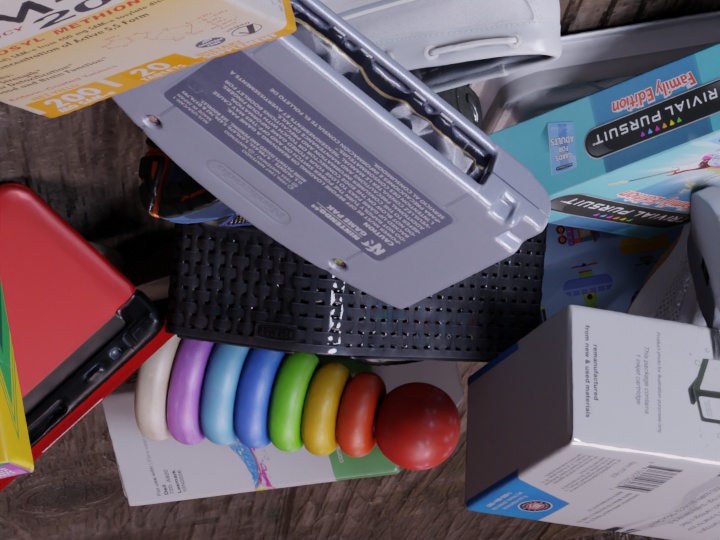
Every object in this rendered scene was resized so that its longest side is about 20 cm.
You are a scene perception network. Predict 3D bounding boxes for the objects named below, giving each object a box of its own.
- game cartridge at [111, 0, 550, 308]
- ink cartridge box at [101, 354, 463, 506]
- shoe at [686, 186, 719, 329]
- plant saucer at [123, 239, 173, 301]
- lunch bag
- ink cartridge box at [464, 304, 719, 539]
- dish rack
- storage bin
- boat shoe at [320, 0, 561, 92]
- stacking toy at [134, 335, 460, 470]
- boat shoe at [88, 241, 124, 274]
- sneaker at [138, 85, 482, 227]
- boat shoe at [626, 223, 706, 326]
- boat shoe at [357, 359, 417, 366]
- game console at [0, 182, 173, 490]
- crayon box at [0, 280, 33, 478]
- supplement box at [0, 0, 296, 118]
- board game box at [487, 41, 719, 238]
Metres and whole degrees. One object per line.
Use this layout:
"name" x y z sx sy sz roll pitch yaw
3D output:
"game cartridge" -0.023 -0.062 1.339 0.200 0.041 0.133 38 141 -19
"ink cartridge box" -0.051 0.084 1.896 0.200 0.084 0.145 -9 -165 23
"shoe" 0.229 -0.013 1.535 0.091 0.072 0.200 -15 171 1
"plant saucer" -0.083 0.006 1.814 0.200 0.032 0.200 -11 167 -3
"lunch bag" 0.179 0.007 1.752 0.200 0.151 0.094 -9 177 -6
"ink cartridge box" 0.177 0.092 1.597 0.200 0.084 0.146 9 157 -20
"dish rack" 0.139 -0.087 1.583 0.171 0.044 0.200 -9 166 -9
"storage bin" 0.000 0.000 1.628 0.135 0.094 0.200 7 -177 42
"boat shoe" 0.007 -0.097 1.366 0.200 0.069 0.072 -17 166 21
"stacking toy" -0.035 0.082 1.774 0.200 0.085 0.085 11 170 11
"boat shoe" -0.236 0.028 1.688 0.200 0.072 0.076 -11 167 -3
"sneaker" -0.019 -0.066 1.471 0.200 0.075 0.078 -9 165 36
"boat shoe" 0.227 -0.017 1.666 0.071 0.069 0.200 9 111 -50
"boat shoe" 0.048 0.023 1.821 0.200 0.074 0.060 -30 166 -47
"game console" -0.216 0.051 1.646 0.200 0.119 0.172 -41 178 6
"crayon box" -0.283 0.039 1.468 0.200 0.173 0.058 -13 167 6
"supplement box" -0.128 -0.126 1.121 0.126 0.074 0.200 -18 165 23
"board game box" 0.189 -0.073 1.493 0.200 0.047 0.151 -21 163 34
